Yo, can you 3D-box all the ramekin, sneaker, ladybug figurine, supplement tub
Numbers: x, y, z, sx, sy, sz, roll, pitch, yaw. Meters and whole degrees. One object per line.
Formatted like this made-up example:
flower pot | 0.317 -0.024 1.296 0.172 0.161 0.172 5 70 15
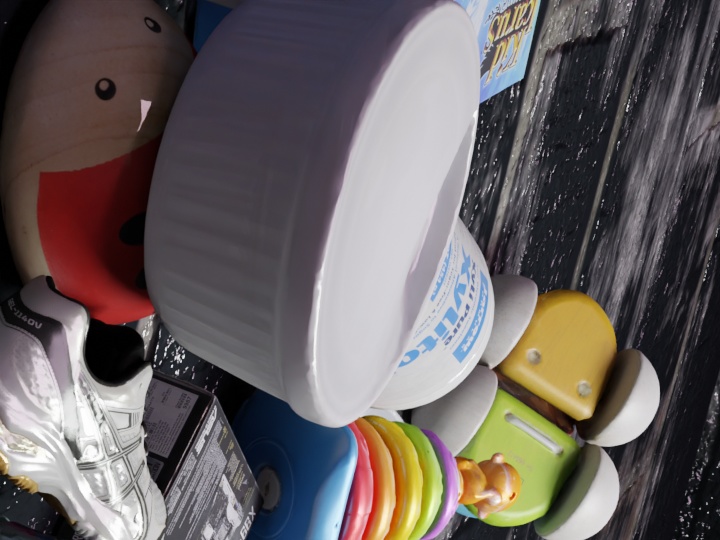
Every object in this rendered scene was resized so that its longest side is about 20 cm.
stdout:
ramekin | -0.023 -0.037 1.101 0.202 0.094 0.203 16 90 -73
sneaker | -0.121 0.072 1.116 0.088 0.076 0.200 -48 151 -7
ladybug figurine | -0.107 -0.046 1.111 0.200 0.072 0.136 83 30 -55
supplement tub | 0.000 0.000 1.392 0.200 0.131 0.133 45 64 -70

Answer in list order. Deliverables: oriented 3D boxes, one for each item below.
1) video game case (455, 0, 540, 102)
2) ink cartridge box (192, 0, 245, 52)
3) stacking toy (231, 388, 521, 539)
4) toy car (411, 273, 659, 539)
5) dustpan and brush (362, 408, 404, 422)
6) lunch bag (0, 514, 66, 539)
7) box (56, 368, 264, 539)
video game case | 0.055 -0.171 1.247 0.200 0.045 0.182 -35 140 -63
ink cartridge box | -0.013 -0.203 1.224 0.146 0.085 0.201 -47 152 -53
stacking toy | 0.021 0.132 1.485 0.199 0.110 0.117 2 108 -38
toy car | 0.121 0.113 1.892 0.150 0.175 0.201 -26 -146 60
dustpan and brush | 0.013 0.166 1.720 0.200 0.057 0.140 30 78 -73
lunch bag | -0.190 0.210 1.110 0.200 0.077 0.161 -47 146 -57
box | -0.125 0.175 1.319 0.158 0.050 0.201 73 39 -63
